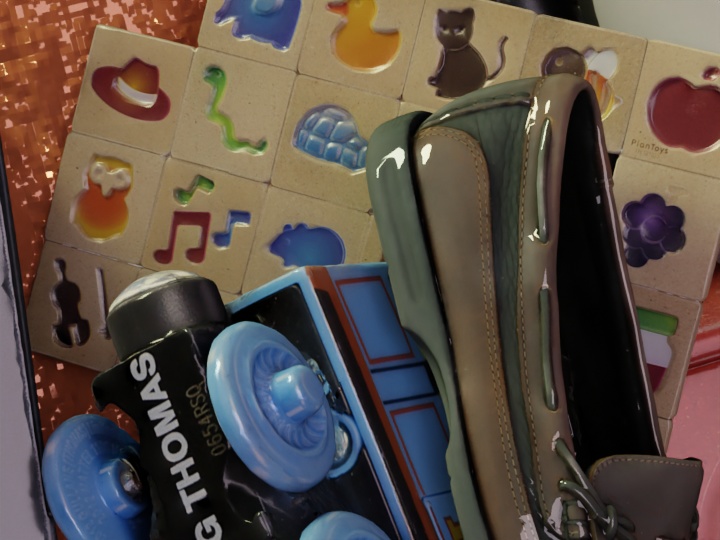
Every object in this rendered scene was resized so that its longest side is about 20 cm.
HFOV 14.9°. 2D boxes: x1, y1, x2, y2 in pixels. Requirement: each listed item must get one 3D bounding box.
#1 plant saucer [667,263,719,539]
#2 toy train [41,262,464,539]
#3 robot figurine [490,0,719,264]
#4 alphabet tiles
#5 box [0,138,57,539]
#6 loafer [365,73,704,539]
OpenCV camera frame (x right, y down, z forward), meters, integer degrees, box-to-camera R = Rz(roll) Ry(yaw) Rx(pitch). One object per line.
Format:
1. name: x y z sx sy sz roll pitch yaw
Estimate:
1. plant saucer: 0.153 0.086 0.847 0.199 0.037 0.200 -16 90 -10
2. toy train: -0.005 0.091 0.722 0.087 0.114 0.201 -29 78 29
3. robot figurine: 0.123 -0.092 0.806 0.124 0.150 0.201 -23 91 -25
4. alphabet tiles: 0.000 0.000 0.788 0.199 0.008 0.168 16 94 20
5. box: -0.192 0.025 0.758 0.199 0.107 0.149 -8 88 -9
6. loafer: 0.058 0.044 0.723 0.063 0.072 0.201 -23 79 23
